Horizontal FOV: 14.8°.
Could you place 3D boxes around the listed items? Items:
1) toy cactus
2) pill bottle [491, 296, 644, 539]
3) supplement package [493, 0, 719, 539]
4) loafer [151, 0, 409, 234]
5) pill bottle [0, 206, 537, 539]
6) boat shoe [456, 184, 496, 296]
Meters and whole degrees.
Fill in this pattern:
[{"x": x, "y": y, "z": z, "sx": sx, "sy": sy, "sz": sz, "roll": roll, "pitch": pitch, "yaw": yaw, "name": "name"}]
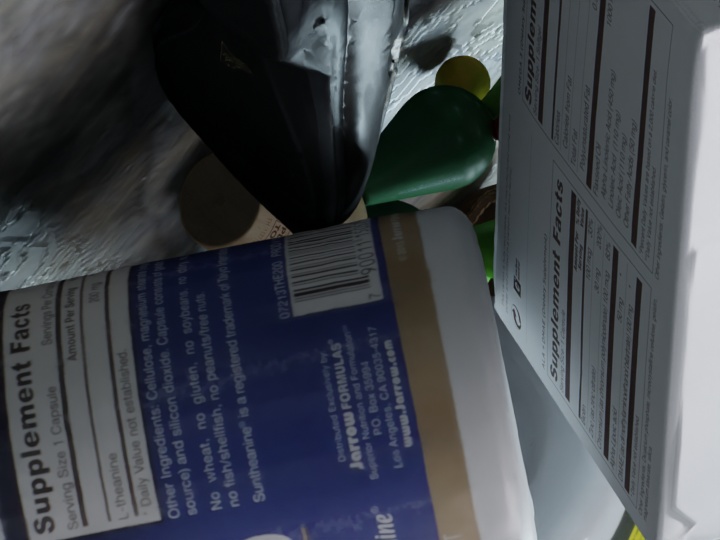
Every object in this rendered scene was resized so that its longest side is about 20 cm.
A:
[{"x": 0.000, "y": 0.000, "z": 0.908, "sx": 0.200, "sy": 0.102, "sz": 0.165, "roll": -41, "pitch": 154, "yaw": 18, "name": "toy cactus"}, {"x": 0.067, "y": 0.101, "z": 0.910, "sx": 0.112, "sy": 0.112, "sz": 0.200, "roll": -43, "pitch": 141, "yaw": -2, "name": "pill bottle"}, {"x": 0.146, "y": -0.042, "z": 0.699, "sx": 0.199, "sy": 0.111, "sz": 0.156, "roll": -13, "pitch": 128, "yaw": -16, "name": "supplement package"}, {"x": -0.011, "y": -0.071, "z": 0.739, "sx": 0.072, "sy": 0.073, "sz": 0.200, "roll": -43, "pitch": 164, "yaw": -17, "name": "loafer"}, {"x": -0.057, "y": 0.055, "z": 0.750, "sx": 0.199, "sy": 0.111, "sz": 0.111, "roll": -11, "pitch": 160, "yaw": 1, "name": "pill bottle"}, {"x": 0.042, "y": 0.061, "z": 1.012, "sx": 0.075, "sy": 0.074, "sz": 0.203, "roll": 80, "pitch": 21, "yaw": -77, "name": "boat shoe"}]
